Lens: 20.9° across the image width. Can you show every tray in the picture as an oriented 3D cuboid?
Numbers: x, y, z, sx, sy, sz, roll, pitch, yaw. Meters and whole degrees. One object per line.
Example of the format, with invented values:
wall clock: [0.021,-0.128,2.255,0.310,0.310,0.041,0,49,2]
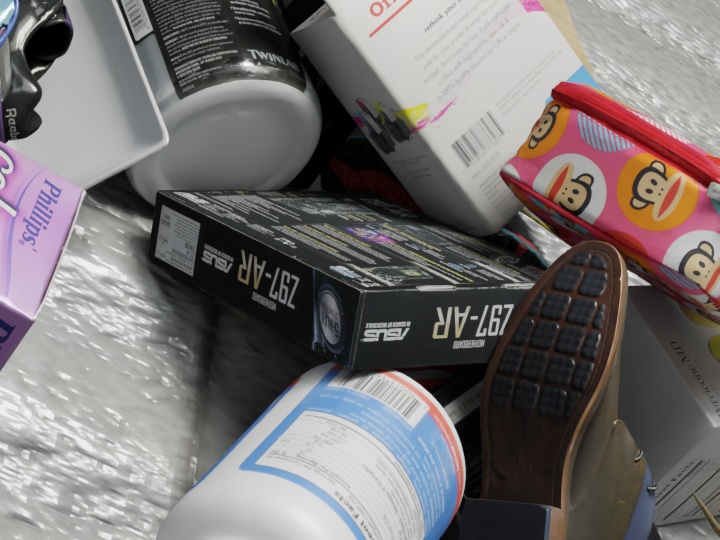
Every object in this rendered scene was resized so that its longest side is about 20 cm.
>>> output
tray: [-0.179,-0.114,1.118,0.022,0.107,0.201,55,9,-54]

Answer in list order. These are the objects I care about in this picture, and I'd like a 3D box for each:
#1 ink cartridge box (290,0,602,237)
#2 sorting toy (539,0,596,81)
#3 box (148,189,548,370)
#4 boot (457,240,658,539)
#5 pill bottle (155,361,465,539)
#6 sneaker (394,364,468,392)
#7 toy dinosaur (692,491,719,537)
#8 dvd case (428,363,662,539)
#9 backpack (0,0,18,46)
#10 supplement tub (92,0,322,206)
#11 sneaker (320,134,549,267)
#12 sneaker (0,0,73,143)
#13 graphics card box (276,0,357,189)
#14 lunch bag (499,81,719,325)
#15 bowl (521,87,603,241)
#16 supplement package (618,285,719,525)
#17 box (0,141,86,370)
ink cartridge box: [0.044,-0.131,1.143,0.115,0.068,0.200,-43,105,-21]
sorting toy: [0.062,-0.190,1.445,0.199,0.070,0.200,18,39,-30]
box: [0.000,0.000,1.087,0.160,0.044,0.200,-1,18,-39]
boot: [0.113,0.091,1.030,0.074,0.201,0.097,10,-13,40]
pill bottle: [-0.032,0.133,0.941,0.112,0.112,0.200,41,34,3]
sneaker: [0.033,0.059,1.144,0.199,0.079,0.116,8,32,-48]
toy dinosaur: [0.276,0.187,1.243,0.199,0.058,0.101,7,30,-50]
dvd case: [0.110,0.138,1.087,0.148,0.016,0.201,-30,95,-50]
backpack: [-0.250,-0.117,0.912,0.134,0.200,0.183,40,55,1]
supplement tub: [-0.107,-0.142,1.179,0.122,0.123,0.201,10,43,-37]
sneaker: [0.072,-0.025,1.257,0.200,0.079,0.095,44,32,7]
sneaker: [-0.202,-0.149,1.103,0.087,0.076,0.201,4,57,-1]
graphics card box: [-0.052,-0.167,1.259,0.051,0.126,0.201,9,43,-39]
lunch bag: [0.186,-0.020,1.097,0.176,0.082,0.200,35,4,30]
bowl: [0.100,-0.104,1.288,0.200,0.094,0.201,36,6,-4]
supplement package: [0.223,0.083,1.245,0.199,0.110,0.114,-2,50,-45]
box: [-0.250,0.002,0.826,0.199,0.176,0.097,30,34,-15]
